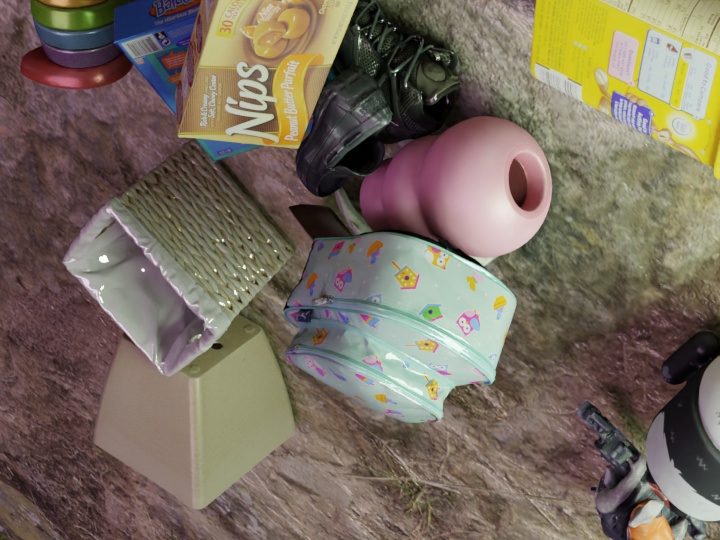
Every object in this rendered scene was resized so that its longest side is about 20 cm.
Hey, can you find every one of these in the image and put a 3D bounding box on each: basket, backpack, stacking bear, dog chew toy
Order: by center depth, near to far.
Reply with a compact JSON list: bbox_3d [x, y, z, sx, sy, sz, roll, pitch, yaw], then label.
[{"bbox_3d":[0.037,0.047,1.285,0.175,0.155,0.199,31,156,-23],"label":"backpack"},{"bbox_3d":[0.077,-0.072,1.316,0.199,0.125,0.125,-4,123,46],"label":"dog chew toy"},{"bbox_3d":[-0.307,-0.308,1.538,0.113,0.121,0.202,27,135,31],"label":"stacking bear"},{"bbox_3d":[-0.213,-0.014,1.691,0.200,0.161,0.198,49,148,-3],"label":"basket"}]

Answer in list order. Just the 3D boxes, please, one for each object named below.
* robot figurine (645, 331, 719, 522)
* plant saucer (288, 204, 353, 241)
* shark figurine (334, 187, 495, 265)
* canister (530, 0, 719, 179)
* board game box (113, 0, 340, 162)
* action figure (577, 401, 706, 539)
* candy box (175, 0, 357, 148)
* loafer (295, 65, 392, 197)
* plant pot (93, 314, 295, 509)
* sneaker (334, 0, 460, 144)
[{"bbox_3d":[0.332,0.147,1.271,0.149,0.126,0.201,26,146,-1],"label":"robot figurine"},{"bbox_3d":[0.000,0.000,1.508,0.201,0.037,0.200,50,-178,-2],"label":"plant saucer"},{"bbox_3d":[0.049,-0.034,1.451,0.213,0.089,0.130,25,109,18],"label":"shark figurine"},{"bbox_3d":[0.231,-0.168,1.079,0.199,0.086,0.150,31,145,25],"label":"canister"},{"bbox_3d":[-0.113,-0.189,1.319,0.150,0.045,0.200,-15,147,15],"label":"board game box"},{"bbox_3d":[0.264,0.236,1.425,0.200,0.104,0.194,47,-177,-9],"label":"action figure"},{"bbox_3d":[-0.085,-0.189,1.226,0.114,0.056,0.201,4,146,-17],"label":"candy box"},{"bbox_3d":[-0.014,-0.112,1.324,0.071,0.068,0.201,49,158,10],"label":"loafer"},{"bbox_3d":[-0.217,0.147,1.859,0.199,0.199,0.179,26,131,29],"label":"plant pot"},{"bbox_3d":[0.023,-0.205,1.292,0.113,0.076,0.201,-1,128,47],"label":"sneaker"}]
